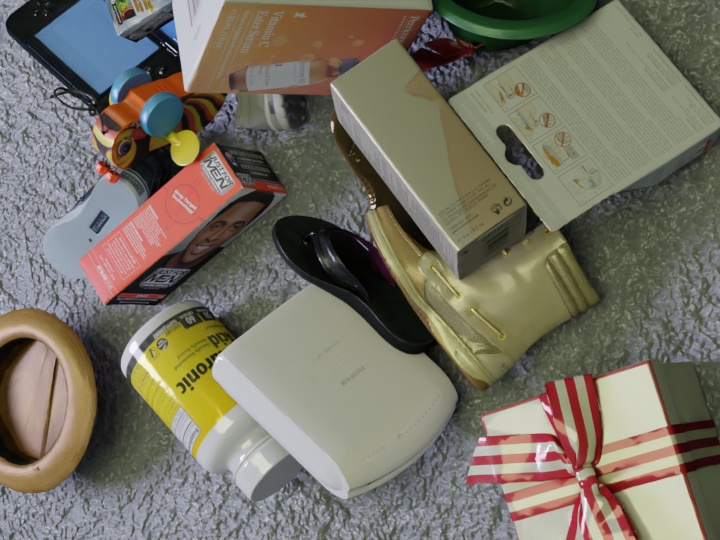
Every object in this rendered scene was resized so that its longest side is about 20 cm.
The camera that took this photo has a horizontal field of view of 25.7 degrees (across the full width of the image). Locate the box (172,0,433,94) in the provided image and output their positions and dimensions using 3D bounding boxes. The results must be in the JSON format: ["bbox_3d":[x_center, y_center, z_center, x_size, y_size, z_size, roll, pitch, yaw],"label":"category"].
[{"bbox_3d":[-0.057,-0.245,1.455,0.152,0.199,0.107,124,140,-58],"label":"box"}]

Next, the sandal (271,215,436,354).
[{"bbox_3d":[0.001,0.000,1.539,0.200,0.075,0.048,37,138,16],"label":"sandal"}]

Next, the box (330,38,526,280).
[{"bbox_3d":[0.061,-0.100,1.428,0.078,0.095,0.200,-34,75,-5],"label":"box"}]

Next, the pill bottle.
[{"bbox_3d":[-0.142,0.134,1.599,0.200,0.111,0.111,46,106,19],"label":"pill bottle"}]

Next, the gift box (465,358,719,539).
[{"bbox_3d":[0.212,0.188,1.387,0.200,0.187,0.185,-26,77,21],"label":"gift box"}]

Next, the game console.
[{"bbox_3d":[-0.264,-0.282,1.665,0.171,0.118,0.200,-42,67,-19],"label":"game console"}]

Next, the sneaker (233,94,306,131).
[{"bbox_3d":[-0.116,-0.237,1.621,0.082,0.075,0.201,-10,84,24],"label":"sneaker"}]

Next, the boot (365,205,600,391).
[{"bbox_3d":[0.113,-0.009,1.481,0.155,0.073,0.200,-37,83,3],"label":"boot"}]

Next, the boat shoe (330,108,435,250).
[{"bbox_3d":[0.041,-0.082,1.545,0.074,0.066,0.201,-20,100,23],"label":"boat shoe"}]

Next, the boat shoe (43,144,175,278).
[{"bbox_3d":[-0.264,-0.065,1.693,0.071,0.091,0.200,45,136,-7],"label":"boat shoe"}]

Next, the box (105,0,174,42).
[{"bbox_3d":[-0.218,-0.355,1.620,0.137,0.040,0.201,-27,75,21],"label":"box"}]

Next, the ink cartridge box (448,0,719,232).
[{"bbox_3d":[0.202,-0.133,1.427,0.200,0.050,0.162,-32,72,-14],"label":"ink cartridge box"}]

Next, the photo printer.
[{"bbox_3d":[-0.018,0.114,1.521,0.166,0.070,0.200,-36,66,-27],"label":"photo printer"}]

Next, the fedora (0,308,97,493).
[{"bbox_3d":[-0.344,0.139,1.711,0.200,0.082,0.201,2,94,27],"label":"fedora"}]

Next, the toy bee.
[{"bbox_3d":[-0.229,-0.147,1.585,0.131,0.199,0.109,58,139,45],"label":"toy bee"}]

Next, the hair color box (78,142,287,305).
[{"bbox_3d":[-0.183,-0.044,1.631,0.200,0.101,0.061,-40,73,19],"label":"hair color box"}]

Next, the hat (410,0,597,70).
[{"bbox_3d":[0.126,-0.220,1.528,0.200,0.166,0.176,35,146,28],"label":"hat"}]
